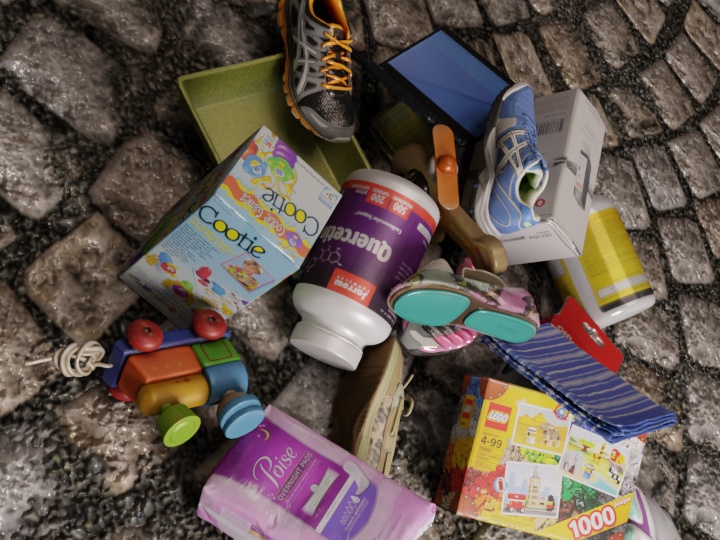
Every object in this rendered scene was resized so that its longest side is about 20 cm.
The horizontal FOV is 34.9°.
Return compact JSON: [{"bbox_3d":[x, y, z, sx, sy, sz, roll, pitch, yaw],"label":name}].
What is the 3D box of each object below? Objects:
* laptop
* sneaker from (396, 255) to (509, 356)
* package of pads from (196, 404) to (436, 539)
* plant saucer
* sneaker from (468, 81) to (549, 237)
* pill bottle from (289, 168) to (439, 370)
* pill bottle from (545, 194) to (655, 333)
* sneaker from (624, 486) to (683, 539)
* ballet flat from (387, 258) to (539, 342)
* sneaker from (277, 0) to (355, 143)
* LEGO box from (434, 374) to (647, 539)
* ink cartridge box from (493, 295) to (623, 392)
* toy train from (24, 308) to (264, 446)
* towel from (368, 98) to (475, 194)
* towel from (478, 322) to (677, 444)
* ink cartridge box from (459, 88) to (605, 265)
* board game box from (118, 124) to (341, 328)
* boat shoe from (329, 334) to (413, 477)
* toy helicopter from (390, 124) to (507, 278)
[{"bbox_3d":[0.091,-0.243,1.388,0.177,0.103,0.200,44,11,26],"label":"laptop"},{"bbox_3d":[0.091,0.052,1.295,0.079,0.095,0.200,55,39,1],"label":"sneaker"},{"bbox_3d":[-0.041,0.225,1.077,0.200,0.076,0.121,31,52,9],"label":"package of pads"},{"bbox_3d":[-0.095,-0.136,1.278,0.200,0.048,0.200,-23,84,-42],"label":"plant saucer"},{"bbox_3d":[0.186,-0.129,1.340,0.076,0.077,0.201,33,61,-49],"label":"sneaker"},{"bbox_3d":[0.000,0.000,1.220,0.112,0.112,0.201,30,74,-23],"label":"pill bottle"},{"bbox_3d":[0.293,-0.027,1.483,0.112,0.112,0.201,-14,78,-41],"label":"pill bottle"},{"bbox_3d":[0.344,0.358,1.358,0.140,0.078,0.201,29,54,-23],"label":"sneaker"},{"bbox_3d":[0.106,0.026,1.209,0.199,0.069,0.071,13,50,-32],"label":"ballet flat"},{"bbox_3d":[-0.042,-0.239,1.286,0.078,0.077,0.201,-3,72,-40],"label":"sneaker"},{"bbox_3d":[0.198,0.211,1.254,0.199,0.077,0.150,16,84,-16],"label":"LEGO box"},{"bbox_3d":[0.231,0.138,1.384,0.116,0.067,0.200,48,49,-10],"label":"ink cartridge box"},{"bbox_3d":[-0.189,0.111,1.033,0.199,0.085,0.116,-9,48,-40],"label":"toy train"},{"bbox_3d":[0.100,-0.170,1.464,0.144,0.023,0.200,52,47,-4],"label":"towel"},{"bbox_3d":[0.242,0.117,1.262,0.144,0.024,0.200,-3,34,-48],"label":"towel"},{"bbox_3d":[0.211,-0.111,1.418,0.085,0.145,0.201,44,52,-38],"label":"ink cartridge box"},{"bbox_3d":[-0.127,-0.032,1.099,0.105,0.200,0.103,41,50,-15],"label":"board game box"},{"bbox_3d":[0.010,0.165,1.203,0.063,0.073,0.201,33,63,-29],"label":"boat shoe"},{"bbox_3d":[0.101,-0.072,1.289,0.079,0.133,0.200,-19,52,-31],"label":"toy helicopter"}]
